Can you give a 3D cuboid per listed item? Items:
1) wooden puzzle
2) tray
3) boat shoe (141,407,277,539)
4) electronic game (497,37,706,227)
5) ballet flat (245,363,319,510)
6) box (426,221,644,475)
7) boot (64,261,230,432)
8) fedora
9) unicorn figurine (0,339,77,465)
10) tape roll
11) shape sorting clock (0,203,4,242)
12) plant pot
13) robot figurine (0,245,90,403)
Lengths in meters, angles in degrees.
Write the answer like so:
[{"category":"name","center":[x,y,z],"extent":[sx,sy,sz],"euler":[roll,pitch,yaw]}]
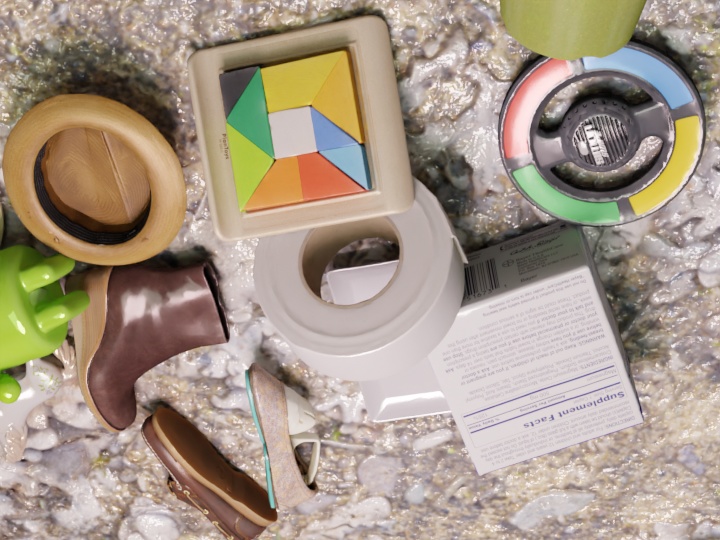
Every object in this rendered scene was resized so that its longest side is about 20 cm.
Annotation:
[{"category":"wooden puzzle","center":[-0.059,-0.133,1.454],"extent":[0.197,0.037,0.188],"euler":[-9,91,11]},{"category":"tray","center":[0.038,0.071,1.628],"extent":[0.106,0.022,0.202],"euler":[-9,121,12]},{"category":"boat shoe","center":[-0.182,0.239,1.733],"extent":[0.070,0.071,0.200],"euler":[-34,113,21]},{"category":"electronic game","center":[0.229,-0.130,1.464],"extent":[0.197,0.042,0.202],"euler":[3,123,5]},{"category":"ballet flat","center":[-0.081,0.177,1.683],"extent":[0.066,0.068,0.202],"euler":[-10,129,-2]},{"category":"box","center":[0.169,0.078,1.555],"extent":[0.182,0.105,0.202],"euler":[-19,119,10]},{"category":"boot","center":[-0.219,0.084,1.636],"extent":[0.164,0.073,0.202],"euler":[-3,118,13]},{"category":"fedora","center":[-0.256,-0.101,1.519],"extent":[0.197,0.082,0.203],"euler":[3,128,4]},{"category":"unicorn figurine","center":[-0.388,0.136,1.691],"extent":[0.199,0.074,0.138],"euler":[-32,110,27]},{"category":"tape roll","center":[0.000,0.000,1.480],"extent":[0.199,0.205,0.071],"euler":[-9,154,13]},{"category":"shape sorting clock","center":[-0.469,-0.060,1.596],"extent":[0.197,0.039,0.202],"euler":[1,124,1]},{"category":"plant pot","center":[0.189,-0.289,1.299],"extent":[0.197,0.202,0.191],"euler":[6,136,3]},{"category":"robot figurine","center":[-0.381,0.046,1.575],"extent":[0.198,0.116,0.178],"euler":[-18,100,15]}]
